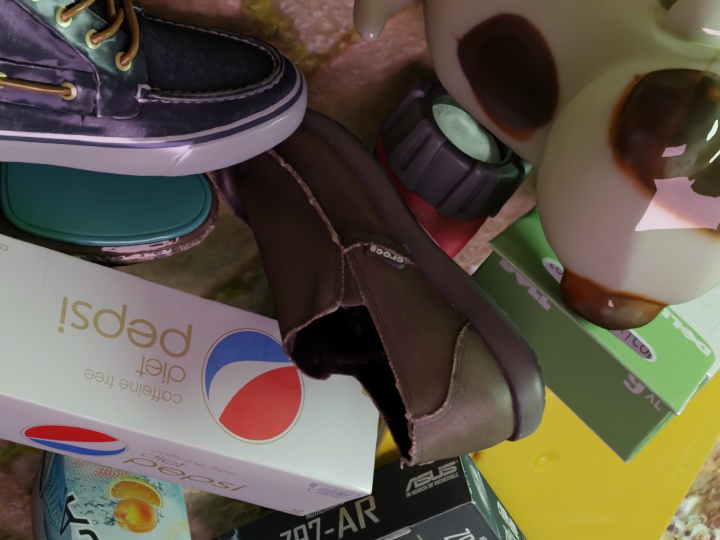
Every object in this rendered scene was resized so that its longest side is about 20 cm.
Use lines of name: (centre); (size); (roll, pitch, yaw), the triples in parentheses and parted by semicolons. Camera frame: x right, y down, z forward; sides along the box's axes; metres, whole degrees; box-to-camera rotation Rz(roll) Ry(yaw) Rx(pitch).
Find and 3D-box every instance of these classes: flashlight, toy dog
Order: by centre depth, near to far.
toy dog: (0.107, -0.075, 0.795); (0.192, 0.201, 0.140); (8, 129, -24)
flashlight: (0.000, 0.000, 0.932); (0.068, 0.068, 0.200); (-17, 152, -52)

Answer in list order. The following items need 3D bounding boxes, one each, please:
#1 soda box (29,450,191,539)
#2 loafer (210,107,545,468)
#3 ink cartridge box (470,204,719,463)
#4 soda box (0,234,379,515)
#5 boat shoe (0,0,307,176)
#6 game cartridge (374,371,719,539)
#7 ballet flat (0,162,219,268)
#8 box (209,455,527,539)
soda box: (-0.115, 0.165, 0.952); (0.063, 0.201, 0.069); (7, 130, -21)
loafer: (-0.008, 0.003, 0.833); (0.071, 0.200, 0.073); (-29, 145, -24)
ink cartridge box: (0.109, 0.016, 0.873); (0.104, 0.200, 0.059); (44, 116, 7)
soda box: (-0.089, 0.048, 0.862); (0.199, 0.069, 0.064); (18, 156, -27)
boat shoe: (-0.114, -0.093, 0.802); (0.198, 0.071, 0.091); (-2, 132, -15)
game cartridge: (0.095, 0.091, 1.070); (0.198, 0.033, 0.177); (3, 131, -23)
ballet flat: (-0.164, -0.031, 0.861); (0.198, 0.068, 0.075); (6, 152, -15)
box: (0.019, 0.185, 1.083); (0.159, 0.044, 0.200); (-25, 138, 10)
